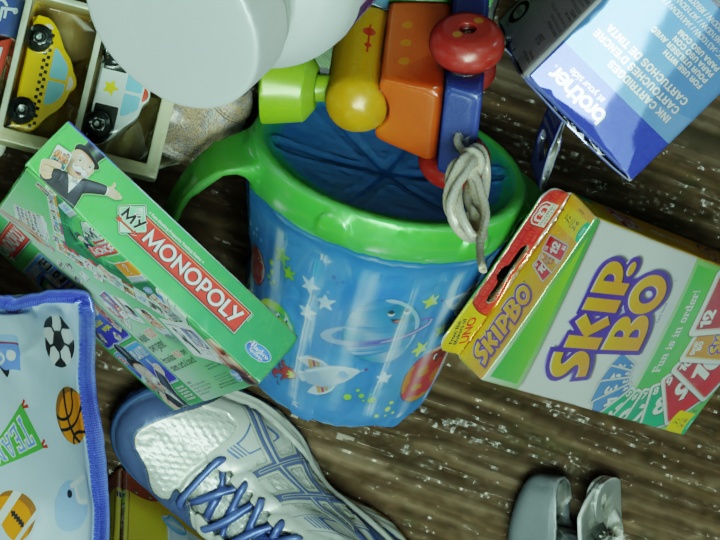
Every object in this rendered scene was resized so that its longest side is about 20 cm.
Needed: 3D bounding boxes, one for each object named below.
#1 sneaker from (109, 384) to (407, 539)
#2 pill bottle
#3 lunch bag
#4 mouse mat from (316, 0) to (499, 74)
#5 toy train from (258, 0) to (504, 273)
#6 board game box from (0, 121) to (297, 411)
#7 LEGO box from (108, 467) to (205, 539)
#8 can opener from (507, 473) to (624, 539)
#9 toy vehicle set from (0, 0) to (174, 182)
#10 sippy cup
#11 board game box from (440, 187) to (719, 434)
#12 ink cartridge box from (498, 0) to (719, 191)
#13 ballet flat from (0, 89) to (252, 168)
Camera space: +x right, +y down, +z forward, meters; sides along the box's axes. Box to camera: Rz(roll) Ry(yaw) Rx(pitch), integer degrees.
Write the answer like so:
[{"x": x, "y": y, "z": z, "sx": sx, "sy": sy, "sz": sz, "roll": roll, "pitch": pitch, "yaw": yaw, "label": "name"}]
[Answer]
[{"x": -0.042, "y": 0.130, "z": 1.103, "sx": 0.200, "sy": 0.088, "sz": 0.075, "roll": 36, "pitch": 105, "yaw": -15, "label": "sneaker"}, {"x": -0.030, "y": -0.157, "z": 0.921, "sx": 0.112, "sy": 0.200, "sz": 0.113, "roll": 19, "pitch": 136, "yaw": 20, "label": "pill bottle"}, {"x": -0.206, "y": 0.119, "z": 0.987, "sx": 0.169, "sy": 0.123, "sz": 0.201, "roll": -10, "pitch": 85, "yaw": 42, "label": "lunch bag"}, {"x": -0.021, "y": -0.175, "z": 1.035, "sx": 0.199, "sy": 0.008, "sz": 0.162, "roll": 12, "pitch": 109, "yaw": -10, "label": "mouse mat"}, {"x": 0.005, "y": -0.077, "z": 0.970, "sx": 0.115, "sy": 0.201, "sz": 0.085, "roll": 5, "pitch": 133, "yaw": 2, "label": "toy train"}, {"x": -0.108, "y": 0.005, "z": 0.985, "sx": 0.135, "sy": 0.200, "sz": 0.029, "roll": 44, "pitch": 74, "yaw": -7, "label": "board game box"}, {"x": -0.086, "y": 0.206, "z": 1.066, "sx": 0.149, "sy": 0.200, "sz": 0.077, "roll": 38, "pitch": 102, "yaw": -16, "label": "LEGO box"}, {"x": 0.118, "y": 0.202, "z": 1.172, "sx": 0.067, "sy": 0.053, "sz": 0.201, "roll": 8, "pitch": 113, "yaw": 27, "label": "can opener"}, {"x": -0.131, "y": -0.152, "z": 0.979, "sx": 0.124, "sy": 0.027, "sz": 0.201, "roll": 13, "pitch": 86, "yaw": -7, "label": "toy vehicle set"}, {"x": 0.000, "y": 0.000, "z": 1.043, "sx": 0.177, "sy": 0.140, "sz": 0.131, "roll": 25, "pitch": 120, "yaw": 17, "label": "sippy cup"}, {"x": 0.127, "y": 0.023, "z": 1.054, "sx": 0.199, "sy": 0.030, "sz": 0.096, "roll": 19, "pitch": 111, "yaw": -46, "label": "board game box"}, {"x": 0.139, "y": -0.127, "z": 0.997, "sx": 0.200, "sy": 0.137, "sz": 0.076, "roll": -43, "pitch": 103, "yaw": 11, "label": "ink cartridge box"}, {"x": -0.153, "y": -0.081, "z": 1.029, "sx": 0.199, "sy": 0.068, "sz": 0.068, "roll": 11, "pitch": 116, "yaw": -7, "label": "ballet flat"}]
